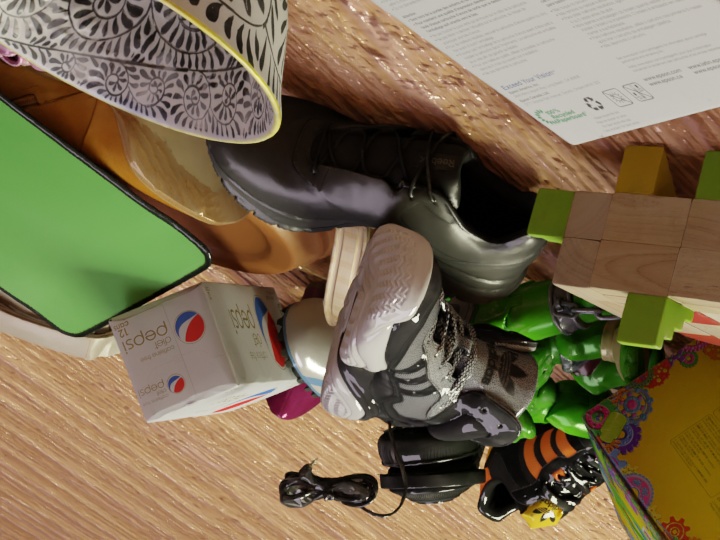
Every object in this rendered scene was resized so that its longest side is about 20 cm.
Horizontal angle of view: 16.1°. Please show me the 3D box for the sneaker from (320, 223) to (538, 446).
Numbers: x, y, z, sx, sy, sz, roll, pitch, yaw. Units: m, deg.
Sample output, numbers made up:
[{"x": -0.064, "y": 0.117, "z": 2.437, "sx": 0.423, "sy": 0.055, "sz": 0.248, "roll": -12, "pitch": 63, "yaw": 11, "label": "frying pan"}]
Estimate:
[{"x": 0.046, "y": 0.038, "z": 1.380, "sx": 0.113, "sy": 0.076, "sz": 0.200, "roll": 15, "pitch": 159, "yaw": -4, "label": "sneaker"}]

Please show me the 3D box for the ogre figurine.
[{"x": 0.117, "y": 0.054, "z": 1.506, "sx": 0.119, "sy": 0.099, "sz": 0.200, "roll": 0, "pitch": 173, "yaw": 15, "label": "ogre figurine"}]

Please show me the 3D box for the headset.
[{"x": 0.023, "y": 0.089, "z": 1.555, "sx": 0.093, "sy": 0.200, "sz": 0.124, "roll": -5, "pitch": 113, "yaw": 23, "label": "headset"}]

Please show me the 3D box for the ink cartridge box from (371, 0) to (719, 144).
[{"x": 0.076, "y": -0.132, "z": 1.086, "sx": 0.200, "sy": 0.043, "sz": 0.196, "roll": 34, "pitch": 161, "yaw": -21, "label": "ink cartridge box"}]

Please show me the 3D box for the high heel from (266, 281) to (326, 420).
[{"x": -0.049, "y": 0.078, "z": 1.776, "sx": 0.067, "sy": 0.097, "sz": 0.200, "roll": 22, "pitch": 163, "yaw": 6, "label": "high heel"}]

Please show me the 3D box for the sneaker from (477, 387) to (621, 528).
[{"x": 0.144, "y": 0.132, "z": 1.692, "sx": 0.070, "sy": 0.090, "sz": 0.200, "roll": 30, "pitch": 162, "yaw": -21, "label": "sneaker"}]

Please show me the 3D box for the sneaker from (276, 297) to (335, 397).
[{"x": 0.026, "y": 0.061, "z": 1.666, "sx": 0.072, "sy": 0.072, "sz": 0.199, "roll": -23, "pitch": 146, "yaw": 38, "label": "sneaker"}]

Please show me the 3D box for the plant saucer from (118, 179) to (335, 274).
[{"x": -0.106, "y": -0.051, "z": 1.574, "sx": 0.199, "sy": 0.038, "sz": 0.200, "roll": 21, "pitch": 163, "yaw": 7, "label": "plant saucer"}]

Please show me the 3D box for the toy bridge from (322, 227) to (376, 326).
[{"x": 0.000, "y": 0.000, "z": 1.533, "sx": 0.027, "sy": 0.068, "sz": 0.200, "roll": 20, "pitch": 163, "yaw": 11, "label": "toy bridge"}]

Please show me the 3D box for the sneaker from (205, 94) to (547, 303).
[{"x": 0.015, "y": -0.053, "z": 1.376, "sx": 0.199, "sy": 0.076, "sz": 0.091, "roll": 20, "pitch": 156, "yaw": -13, "label": "sneaker"}]

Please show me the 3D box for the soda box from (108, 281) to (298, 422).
[{"x": -0.091, "y": 0.050, "z": 1.581, "sx": 0.063, "sy": 0.068, "sz": 0.200, "roll": -22, "pitch": 175, "yaw": 10, "label": "soda box"}]

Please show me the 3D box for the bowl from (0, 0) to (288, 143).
[{"x": -0.107, "y": -0.149, "z": 1.176, "sx": 0.200, "sy": 0.095, "sz": 0.201, "roll": 24, "pitch": 165, "yaw": 7, "label": "bowl"}]

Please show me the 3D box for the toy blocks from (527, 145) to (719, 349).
[{"x": 0.200, "y": 0.009, "z": 1.284, "sx": 0.199, "sy": 0.101, "sz": 0.136, "roll": 7, "pitch": 168, "yaw": 45, "label": "toy blocks"}]

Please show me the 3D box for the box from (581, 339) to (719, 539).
[{"x": 0.237, "y": 0.158, "z": 1.445, "sx": 0.200, "sy": 0.122, "sz": 0.193, "roll": 55, "pitch": 176, "yaw": 25, "label": "box"}]

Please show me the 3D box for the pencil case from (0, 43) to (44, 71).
[{"x": -0.235, "y": -0.168, "z": 1.316, "sx": 0.199, "sy": 0.088, "sz": 0.088, "roll": 20, "pitch": 163, "yaw": 15, "label": "pencil case"}]

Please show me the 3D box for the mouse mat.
[{"x": -0.199, "y": -0.037, "z": 1.472, "sx": 0.200, "sy": 0.008, "sz": 0.161, "roll": 37, "pitch": 142, "yaw": -23, "label": "mouse mat"}]

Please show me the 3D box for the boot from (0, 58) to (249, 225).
[{"x": -0.161, "y": -0.093, "z": 1.471, "sx": 0.201, "sy": 0.071, "sz": 0.144, "roll": 40, "pitch": 157, "yaw": -20, "label": "boot"}]

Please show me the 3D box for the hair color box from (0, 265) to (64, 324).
[{"x": -0.241, "y": -0.065, "z": 1.557, "sx": 0.200, "sy": 0.061, "sz": 0.099, "roll": 43, "pitch": -172, "yaw": -28, "label": "hair color box"}]

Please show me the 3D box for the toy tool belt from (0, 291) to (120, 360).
[{"x": -0.229, "y": -0.005, "z": 1.730, "sx": 0.199, "sy": 0.125, "sz": 0.123, "roll": 21, "pitch": 154, "yaw": 12, "label": "toy tool belt"}]
